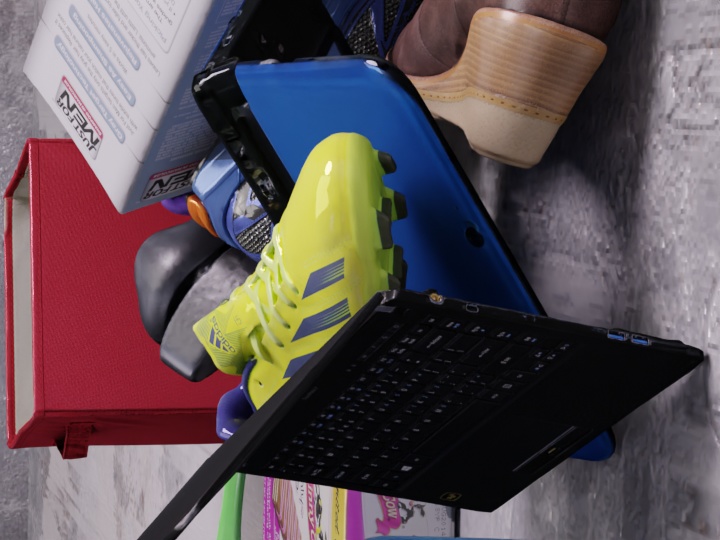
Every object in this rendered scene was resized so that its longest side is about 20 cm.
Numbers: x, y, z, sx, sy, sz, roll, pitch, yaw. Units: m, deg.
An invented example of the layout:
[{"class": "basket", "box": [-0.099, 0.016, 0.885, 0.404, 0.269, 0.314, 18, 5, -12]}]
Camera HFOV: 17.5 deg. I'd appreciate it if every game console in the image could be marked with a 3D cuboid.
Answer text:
[{"class": "game console", "box": [0.031, -0.030, 0.983, 0.200, 0.118, 0.171, 59, -151, -24]}]

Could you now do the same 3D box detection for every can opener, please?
[{"class": "can opener", "box": [-0.046, -0.037, 1.203, 0.200, 0.079, 0.063, -55, -21, 3]}]

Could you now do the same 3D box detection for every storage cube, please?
[{"class": "storage cube", "box": [-0.134, 0.020, 1.511, 0.171, 0.179, 0.201, 141, 126, -72]}]

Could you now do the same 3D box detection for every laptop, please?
[{"class": "laptop", "box": [0.000, 0.088, 0.861, 0.177, 0.199, 0.104, 136, 140, -56]}]

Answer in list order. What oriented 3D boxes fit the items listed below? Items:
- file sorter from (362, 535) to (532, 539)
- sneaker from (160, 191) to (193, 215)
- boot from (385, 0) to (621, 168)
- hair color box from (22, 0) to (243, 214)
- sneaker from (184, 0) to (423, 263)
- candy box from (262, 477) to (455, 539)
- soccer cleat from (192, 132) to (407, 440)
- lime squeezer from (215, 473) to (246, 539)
[{"class": "file sorter", "box": [0.029, 0.186, 0.949, 0.200, 0.138, 0.123, 129, 142, -68]}, {"class": "sneaker", "box": [-0.065, -0.109, 1.207, 0.084, 0.080, 0.200, -90, 12, -47]}, {"class": "boot", "box": [0.072, -0.137, 0.972, 0.200, 0.072, 0.167, -126, 52, -74]}, {"class": "hair color box", "box": [-0.090, -0.130, 1.106, 0.099, 0.060, 0.200, 54, 142, 20]}, {"class": "sneaker", "box": [0.004, -0.078, 1.116, 0.078, 0.075, 0.200, 45, 111, 22]}, {"class": "candy box", "box": [-0.005, 0.127, 1.236, 0.200, 0.061, 0.137, -173, 84, -75]}, {"class": "soccer cleat", "box": [-0.025, 0.019, 0.919, 0.200, 0.083, 0.065, 96, 179, -55]}, {"class": "lime squeezer", "box": [-0.053, 0.158, 0.980, 0.071, 0.038, 0.201, 57, -152, -57]}]
